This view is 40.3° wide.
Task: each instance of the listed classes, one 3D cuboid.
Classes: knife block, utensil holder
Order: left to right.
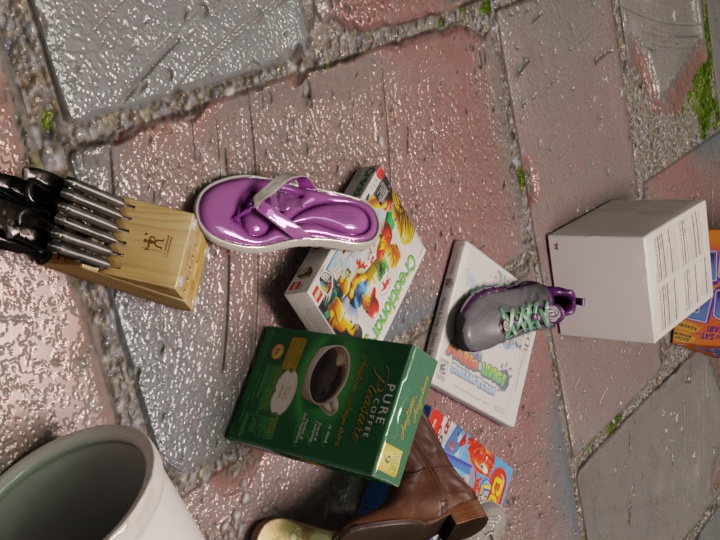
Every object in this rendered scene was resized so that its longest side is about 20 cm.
[{"bbox_3d":[-0.222,-0.026,0.813,0.200,0.174,0.065,110,-7,-80],"label":"knife block"},{"bbox_3d":[-0.195,0.253,0.768,0.170,0.169,0.202,-45,125,-37],"label":"utensil holder"}]

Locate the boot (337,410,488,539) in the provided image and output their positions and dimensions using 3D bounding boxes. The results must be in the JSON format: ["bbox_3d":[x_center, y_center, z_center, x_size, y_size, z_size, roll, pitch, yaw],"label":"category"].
[{"bbox_3d":[0.018,0.196,1.020,0.185,0.201,0.065,4,131,-37],"label":"boot"}]

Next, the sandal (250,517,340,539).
[{"bbox_3d":[-0.005,0.292,0.996,0.210,0.069,0.079,16,74,-25],"label":"sandal"}]

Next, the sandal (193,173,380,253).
[{"bbox_3d":[-0.064,-0.062,0.947,0.201,0.050,0.083,0,62,-33],"label":"sandal"}]

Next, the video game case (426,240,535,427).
[{"bbox_3d":[0.160,0.085,1.254,0.199,0.024,0.184,32,68,-44],"label":"video game case"}]

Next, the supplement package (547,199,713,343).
[{"bbox_3d":[0.391,-0.005,1.410,0.199,0.151,0.152,-25,110,-44],"label":"supplement package"}]

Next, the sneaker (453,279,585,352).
[{"bbox_3d":[0.198,0.050,1.213,0.199,0.087,0.075,-21,107,-46],"label":"sneaker"}]

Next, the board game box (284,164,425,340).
[{"bbox_3d":[0.000,0.000,1.043,0.127,0.034,0.201,58,42,-32],"label":"board game box"}]

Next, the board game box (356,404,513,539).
[{"bbox_3d":[0.084,0.286,1.156,0.196,0.055,0.202,40,63,-41],"label":"board game box"}]

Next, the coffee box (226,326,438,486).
[{"bbox_3d":[-0.030,0.122,0.916,0.044,0.199,0.124,35,66,-42],"label":"coffee box"}]

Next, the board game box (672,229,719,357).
[{"bbox_3d":[0.682,0.047,1.696,0.199,0.198,0.203,17,79,-46],"label":"board game box"}]

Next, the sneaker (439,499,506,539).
[{"bbox_3d":[0.121,0.348,1.096,0.200,0.081,0.075,-52,127,-32],"label":"sneaker"}]
